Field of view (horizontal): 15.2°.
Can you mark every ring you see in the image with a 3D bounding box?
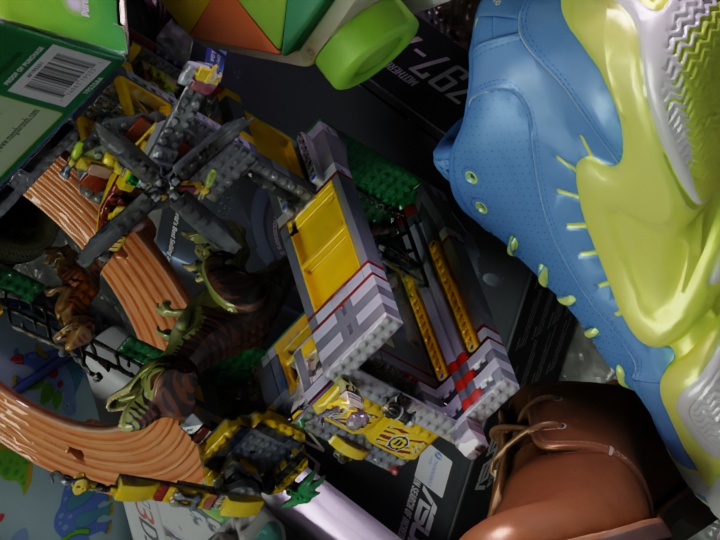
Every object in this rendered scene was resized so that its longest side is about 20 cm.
[{"bbox_3d":[-0.125,0.004,0.989,0.200,0.019,0.200,27,144,22],"label":"ring"}]

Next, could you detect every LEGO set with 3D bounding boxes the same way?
[{"bbox_3d":[-0.049,0.021,0.837,0.154,0.200,0.116,-38,39,17],"label":"LEGO set"}]

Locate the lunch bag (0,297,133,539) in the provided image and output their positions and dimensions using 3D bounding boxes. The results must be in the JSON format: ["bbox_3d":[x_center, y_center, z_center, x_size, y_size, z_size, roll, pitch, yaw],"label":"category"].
[{"bbox_3d":[-0.171,0.121,1.145,0.082,0.161,0.200,23,130,33],"label":"lunch bag"}]

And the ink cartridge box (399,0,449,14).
[{"bbox_3d":[0.007,-0.181,0.823,0.146,0.084,0.200,-15,102,50],"label":"ink cartridge box"}]

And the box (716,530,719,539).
[{"bbox_3d":[0.213,0.057,0.751,0.156,0.041,0.200,29,138,-3],"label":"box"}]

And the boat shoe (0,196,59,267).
[{"bbox_3d":[-0.154,-0.028,1.099,0.066,0.072,0.201,42,143,9],"label":"boat shoe"}]

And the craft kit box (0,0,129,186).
[{"bbox_3d":[-0.138,-0.102,0.800,0.200,0.049,0.198,-39,46,45],"label":"craft kit box"}]

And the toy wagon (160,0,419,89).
[{"bbox_3d":[-0.021,-0.149,0.774,0.155,0.040,0.200,51,141,9],"label":"toy wagon"}]

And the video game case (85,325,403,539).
[{"bbox_3d":[-0.022,0.130,1.061,0.200,0.024,0.182,35,153,28],"label":"video game case"}]

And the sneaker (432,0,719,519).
[{"bbox_3d":[0.085,-0.013,0.847,0.105,0.076,0.200,14,131,37],"label":"sneaker"}]

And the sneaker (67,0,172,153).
[{"bbox_3d":[-0.089,-0.107,0.930,0.076,0.116,0.200,39,165,-9],"label":"sneaker"}]

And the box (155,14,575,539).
[{"bbox_3d":[0.000,0.000,0.980,0.160,0.044,0.200,38,137,23],"label":"box"}]

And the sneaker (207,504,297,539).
[{"bbox_3d":[-0.036,0.145,1.010,0.091,0.078,0.200,36,162,-2],"label":"sneaker"}]

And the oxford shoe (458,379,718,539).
[{"bbox_3d":[0.060,0.072,0.857,0.071,0.200,0.071,-33,84,17],"label":"oxford shoe"}]
